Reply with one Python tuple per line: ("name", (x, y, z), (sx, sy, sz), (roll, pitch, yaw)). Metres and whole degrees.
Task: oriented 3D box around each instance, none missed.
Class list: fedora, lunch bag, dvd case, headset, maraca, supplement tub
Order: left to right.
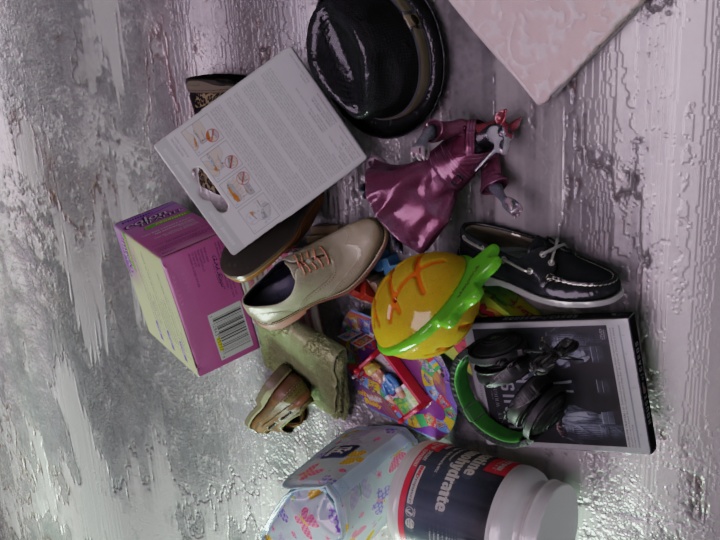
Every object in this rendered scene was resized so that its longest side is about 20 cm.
("lunch bag", (-0.022, 0.293, 1.233), (0.127, 0.169, 0.200), (45, 136, 15))
("fedora", (-0.001, -0.243, 1.069), (0.200, 0.091, 0.202), (15, 115, 34))
("maraca", (0.082, 0.033, 1.022), (0.107, 0.138, 0.200), (39, 150, -13))
("supplement tub", (0.145, 0.292, 1.129), (0.199, 0.140, 0.141), (8, 112, 35))
("headset", (0.159, 0.122, 0.991), (0.124, 0.094, 0.200), (54, 140, 9))
("dvd case", (0.213, 0.122, 1.026), (0.199, 0.025, 0.151), (-5, 103, 38))

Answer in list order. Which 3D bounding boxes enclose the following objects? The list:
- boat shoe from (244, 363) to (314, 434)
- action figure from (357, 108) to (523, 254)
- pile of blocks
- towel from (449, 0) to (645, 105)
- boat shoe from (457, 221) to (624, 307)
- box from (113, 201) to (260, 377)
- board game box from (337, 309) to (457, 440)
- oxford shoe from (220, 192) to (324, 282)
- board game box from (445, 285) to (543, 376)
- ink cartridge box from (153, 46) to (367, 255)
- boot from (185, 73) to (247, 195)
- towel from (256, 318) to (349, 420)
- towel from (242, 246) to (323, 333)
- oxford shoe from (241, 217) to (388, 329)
("boat shoe", (-0.111, 0.198, 1.305), (0.068, 0.072, 0.200), (39, 156, 7))
("action figure", (0.103, -0.111, 1.058), (0.200, 0.149, 0.134), (-38, 107, 21))
("pile of blocks", (0.000, 0.000, 1.182), (0.199, 0.062, 0.083), (27, 122, 26))
("towel", (0.189, -0.301, 0.943), (0.191, 0.032, 0.200), (52, 130, 9))
("boat shoe", (0.190, -0.009, 1.024), (0.199, 0.076, 0.061), (11, 119, 33))
("box", (-0.240, 0.020, 1.289), (0.200, 0.096, 0.177), (25, 134, 55))
("board game box", (0.033, 0.143, 1.194), (0.199, 0.039, 0.159), (20, 129, 41))
("oxford shoe", (-0.100, -0.044, 1.159), (0.071, 0.200, 0.072), (22, 140, 22))
("board game box", (0.184, 0.098, 1.087), (0.200, 0.048, 0.102), (39, 126, 20))
("ink cartridge box", (-0.116, -0.140, 1.110), (0.161, 0.200, 0.047), (54, 175, -11))
("boot", (-0.152, -0.173, 1.226), (0.199, 0.073, 0.152), (16, 115, 37))
("towel", (-0.074, 0.119, 1.249), (0.148, 0.037, 0.200), (33, 156, 19))
("towel", (-0.131, 0.022, 1.276), (0.199, 0.030, 0.147), (16, 129, 43))
("oxford shoe", (-0.054, 0.001, 1.133), (0.200, 0.074, 0.071), (-38, 67, 3))
